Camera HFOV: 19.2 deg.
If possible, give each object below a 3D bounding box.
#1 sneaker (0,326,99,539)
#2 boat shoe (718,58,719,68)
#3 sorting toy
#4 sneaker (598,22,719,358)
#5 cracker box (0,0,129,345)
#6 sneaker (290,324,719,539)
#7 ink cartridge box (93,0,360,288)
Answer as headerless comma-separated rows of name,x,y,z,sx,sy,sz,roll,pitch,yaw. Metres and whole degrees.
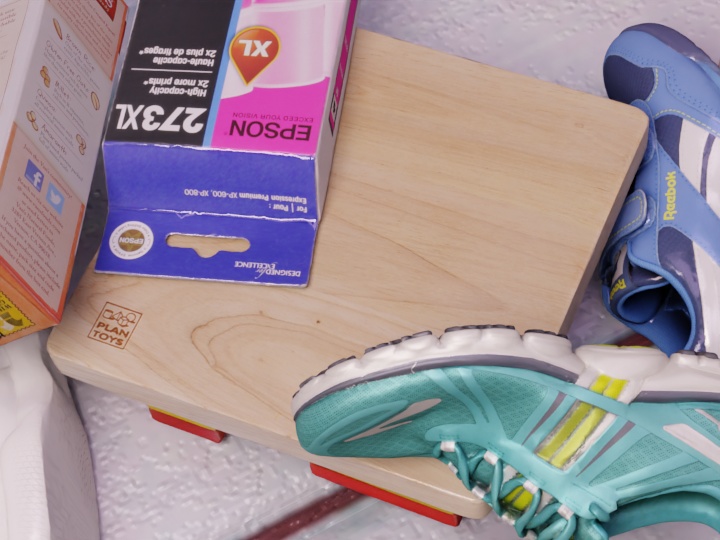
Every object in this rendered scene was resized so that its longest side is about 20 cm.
sneaker,-0.167,0.067,0.903,0.088,0.075,0.201,-17,55,1
boat shoe,0.256,-0.055,0.971,0.199,0.065,0.072,19,82,8
sorting toy,0.000,0.000,0.927,0.199,0.070,0.199,18,62,17
sneaker,0.140,-0.024,0.947,0.082,0.074,0.201,-15,61,-7
cracker box,-0.179,-0.045,0.905,0.133,0.058,0.201,-20,41,24
sneaker,0.072,0.068,0.800,0.199,0.078,0.080,6,71,0
ink cartridge box,-0.054,-0.088,0.927,0.094,0.037,0.201,4,61,9
